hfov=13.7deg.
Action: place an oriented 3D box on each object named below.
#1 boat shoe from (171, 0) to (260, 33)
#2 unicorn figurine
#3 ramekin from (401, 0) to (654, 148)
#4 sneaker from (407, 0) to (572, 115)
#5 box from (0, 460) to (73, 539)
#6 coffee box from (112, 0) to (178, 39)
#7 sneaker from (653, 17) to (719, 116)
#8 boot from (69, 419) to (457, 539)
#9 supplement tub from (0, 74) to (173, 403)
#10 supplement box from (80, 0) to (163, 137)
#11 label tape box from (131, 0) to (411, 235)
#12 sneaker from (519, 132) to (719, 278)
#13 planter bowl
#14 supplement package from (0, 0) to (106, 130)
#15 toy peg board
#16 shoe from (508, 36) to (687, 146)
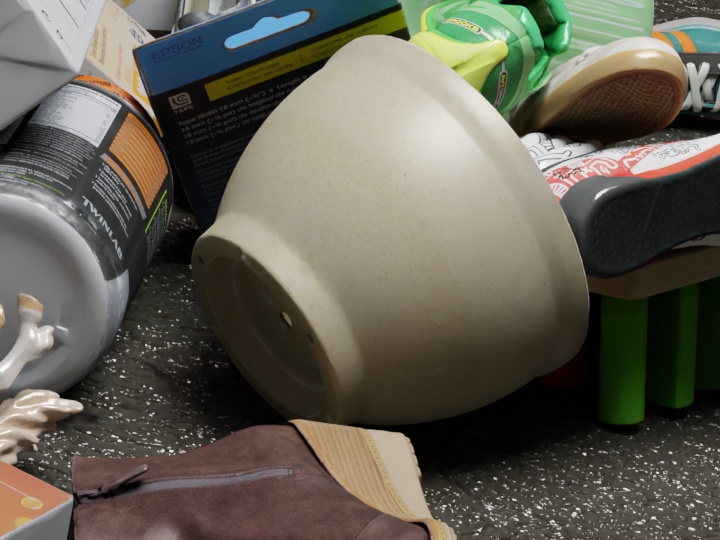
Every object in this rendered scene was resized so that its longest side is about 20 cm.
[{"bbox_3d":[-0.087,-0.135,1.788,0.060,0.076,0.200,42,39,-35],"label":"boat shoe"},{"bbox_3d":[-0.240,0.036,1.409,0.200,0.074,0.137,32,66,14],"label":"unicorn figurine"},{"bbox_3d":[0.099,-0.145,1.861,0.098,0.200,0.200,10,23,-23],"label":"ramekin"},{"bbox_3d":[0.075,-0.116,1.598,0.083,0.074,0.200,-27,8,9],"label":"sneaker"},{"bbox_3d":[-0.227,0.138,1.195,0.124,0.098,0.200,24,26,24],"label":"box"},{"bbox_3d":[-0.199,-0.167,1.896,0.200,0.080,0.114,0,26,-25],"label":"coffee box"},{"bbox_3d":[0.189,-0.128,2.023,0.200,0.071,0.080,5,29,-5],"label":"sneaker"},{"bbox_3d":[-0.044,0.137,1.354,0.166,0.072,0.200,-5,28,-9],"label":"boot"},{"bbox_3d":[-0.165,-0.024,1.549,0.122,0.123,0.200,13,23,2],"label":"supplement tub"},{"bbox_3d":[-0.205,-0.146,1.740,0.200,0.074,0.126,41,16,-21],"label":"supplement box"},{"bbox_3d":[-0.043,-0.105,1.634,0.144,0.200,0.063,-20,54,-2],"label":"label tape box"},{"bbox_3d":[0.156,-0.047,1.581,0.201,0.067,0.108,-13,22,-34],"label":"sneaker"},{"bbox_3d":[0.000,0.000,1.529,0.135,0.200,0.200,-35,46,-23],"label":"planter bowl"},{"bbox_3d":[-0.216,-0.139,1.541,0.120,0.121,0.200,54,10,-14],"label":"supplement package"},{"bbox_3d":[0.138,0.011,1.688,0.199,0.098,0.200,13,19,42],"label":"toy peg board"},{"bbox_3d":[0.118,-0.093,1.615,0.070,0.053,0.200,4,-16,-17],"label":"shoe"}]
